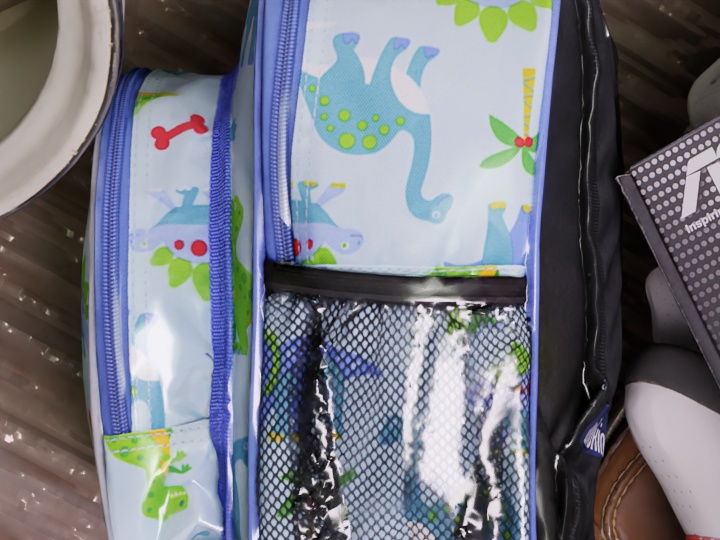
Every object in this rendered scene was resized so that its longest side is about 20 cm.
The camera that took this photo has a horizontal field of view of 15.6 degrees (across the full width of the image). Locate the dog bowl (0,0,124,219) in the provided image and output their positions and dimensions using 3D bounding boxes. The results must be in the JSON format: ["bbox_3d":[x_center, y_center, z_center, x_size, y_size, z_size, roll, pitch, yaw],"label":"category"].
[{"bbox_3d":[-0.149,-0.099,0.663,0.200,0.200,0.074,30,46,-18],"label":"dog bowl"}]

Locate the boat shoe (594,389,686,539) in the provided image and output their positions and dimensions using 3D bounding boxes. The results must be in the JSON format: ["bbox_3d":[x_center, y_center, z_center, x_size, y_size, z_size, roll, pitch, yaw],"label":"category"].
[{"bbox_3d":[0.149,0.033,0.771,0.200,0.068,0.072,-37,107,12],"label":"boat shoe"}]

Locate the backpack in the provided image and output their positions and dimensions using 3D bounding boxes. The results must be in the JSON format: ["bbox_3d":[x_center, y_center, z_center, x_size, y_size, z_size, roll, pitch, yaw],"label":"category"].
[{"bbox_3d":[0.000,0.000,0.715,0.146,0.183,0.201,4,91,3],"label":"backpack"}]

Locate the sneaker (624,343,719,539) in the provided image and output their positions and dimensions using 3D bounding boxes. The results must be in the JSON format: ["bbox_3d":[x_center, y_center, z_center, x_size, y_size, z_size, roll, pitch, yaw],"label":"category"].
[{"bbox_3d":[0.121,0.121,0.712,0.201,0.067,0.108,45,79,-10],"label":"sneaker"}]

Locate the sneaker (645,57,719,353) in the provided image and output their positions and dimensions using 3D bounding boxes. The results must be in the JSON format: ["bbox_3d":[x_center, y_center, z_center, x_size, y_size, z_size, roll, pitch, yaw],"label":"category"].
[{"bbox_3d":[0.135,-0.057,0.744,0.070,0.080,0.201,49,56,-55],"label":"sneaker"}]

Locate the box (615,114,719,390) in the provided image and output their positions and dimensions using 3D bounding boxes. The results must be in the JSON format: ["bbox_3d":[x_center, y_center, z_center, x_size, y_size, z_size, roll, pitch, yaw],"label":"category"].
[{"bbox_3d":[0.184,0.000,0.634,0.200,0.044,0.161,-29,70,15],"label":"box"}]
